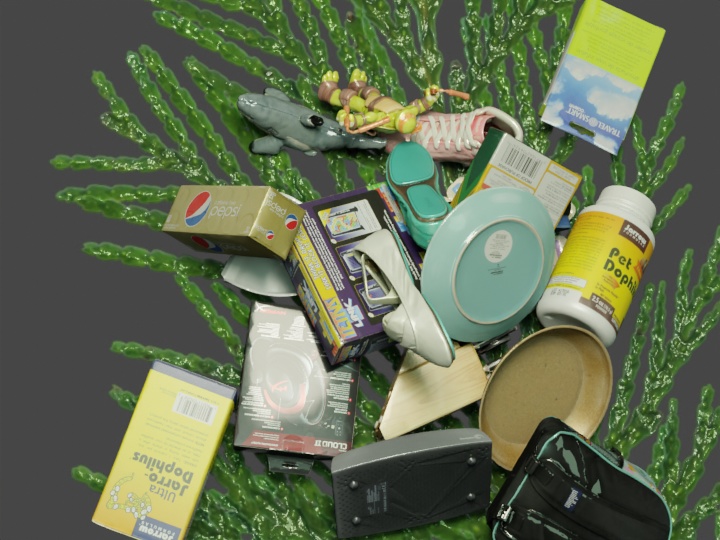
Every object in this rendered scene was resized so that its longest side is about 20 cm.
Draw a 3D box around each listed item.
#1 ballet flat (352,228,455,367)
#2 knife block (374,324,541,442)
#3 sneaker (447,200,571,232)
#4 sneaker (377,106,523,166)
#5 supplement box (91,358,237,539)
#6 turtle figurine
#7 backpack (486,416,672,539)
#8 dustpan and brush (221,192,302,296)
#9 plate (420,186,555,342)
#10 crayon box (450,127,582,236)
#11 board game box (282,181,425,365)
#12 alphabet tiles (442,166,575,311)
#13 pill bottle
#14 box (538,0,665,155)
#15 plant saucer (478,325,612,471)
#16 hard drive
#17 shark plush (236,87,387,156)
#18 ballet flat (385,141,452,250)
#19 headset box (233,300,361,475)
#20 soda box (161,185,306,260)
[{"bbox_3d":[0.044,0.039,1.377,0.069,0.070,0.201,-20,58,-10],"label":"ballet flat"},{"bbox_3d":[0.127,0.151,1.489,0.173,0.064,0.202,21,75,0],"label":"knife block"},{"bbox_3d":[0.181,-0.089,1.534,0.197,0.070,0.079,0,82,-16],"label":"sneaker"},{"bbox_3d":[0.121,-0.182,1.541,0.197,0.105,0.076,11,76,2],"label":"sneaker"},{"bbox_3d":[-0.232,0.224,1.410,0.108,0.109,0.202,20,76,-2],"label":"supplement box"},{"bbox_3d":[0.031,-0.212,1.523,0.198,0.065,0.161,-23,40,-31],"label":"turtle figurine"},{"bbox_3d":[0.269,0.293,1.420,0.198,0.153,0.177,30,94,3],"label":"backpack"},{"bbox_3d":[-0.061,-0.008,1.505,0.198,0.057,0.141,28,71,-5],"label":"dustpan and brush"},{"bbox_3d":[0.162,-0.002,1.422,0.198,0.026,0.203,-12,116,-25],"label":"plate"},{"bbox_3d":[0.173,-0.059,1.466,0.125,0.052,0.202,25,96,-22],"label":"crayon box"},{"bbox_3d":[0.000,0.000,1.457,0.163,0.057,0.202,-15,64,-24],"label":"board game box"},{"bbox_3d":[0.192,-0.048,1.568,0.200,0.015,0.196,-43,85,-13],"label":"alphabet tiles"},{"bbox_3d":[0.311,-0.007,1.518,0.108,0.109,0.202,28,70,1],"label":"pill bottle"},{"bbox_3d":[0.329,-0.263,1.615,0.121,0.048,0.202,24,76,0],"label":"box"},{"bbox_3d":[0.226,0.156,1.473,0.198,0.035,0.203,-10,115,-23],"label":"plant saucer"},{"bbox_3d":[0.061,0.256,1.433,0.197,0.136,0.043,-10,39,-8],"label":"hard drive"},{"bbox_3d":[-0.067,-0.179,1.533,0.198,0.083,0.092,26,76,0],"label":"shark plush"},{"bbox_3d":[0.072,-0.087,1.468,0.066,0.071,0.201,-8,35,-6],"label":"ballet flat"},{"bbox_3d":[-0.078,0.150,1.462,0.146,0.075,0.203,7,76,-5],"label":"headset box"},{"bbox_3d":[-0.158,-0.061,1.440,0.064,0.199,0.069,33,73,-36],"label":"soda box"}]
